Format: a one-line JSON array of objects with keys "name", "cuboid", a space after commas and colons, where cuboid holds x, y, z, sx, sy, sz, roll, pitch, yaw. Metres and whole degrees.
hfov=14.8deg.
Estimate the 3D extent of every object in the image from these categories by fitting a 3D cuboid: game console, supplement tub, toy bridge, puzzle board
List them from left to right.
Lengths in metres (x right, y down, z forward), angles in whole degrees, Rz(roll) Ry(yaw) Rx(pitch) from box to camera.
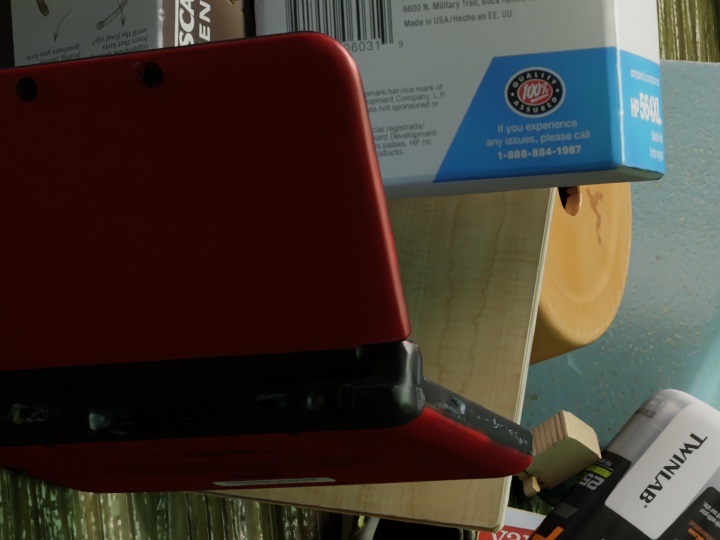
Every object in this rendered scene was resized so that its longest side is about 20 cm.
[{"name": "game console", "cuboid": [-0.056, 0.006, 0.979, 0.172, 0.199, 0.119, 28, 62, -59]}, {"name": "puzzle board", "cuboid": [0.000, 0.000, 1.132, 0.017, 0.150, 0.201, 55, 43, -69]}, {"name": "toy bridge", "cuboid": [0.066, 0.027, 1.316, 0.027, 0.067, 0.201, 35, 33, -37]}, {"name": "supplement tub", "cuboid": [0.119, 0.163, 1.256, 0.200, 0.122, 0.123, -49, 139, -8]}]

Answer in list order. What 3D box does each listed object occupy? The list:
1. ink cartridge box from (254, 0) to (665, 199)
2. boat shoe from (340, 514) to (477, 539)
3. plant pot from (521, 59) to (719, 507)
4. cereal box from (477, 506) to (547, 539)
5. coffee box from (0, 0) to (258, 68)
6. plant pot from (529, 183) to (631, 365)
[{"name": "ink cartridge box", "cuboid": [0.037, -0.132, 1.077, 0.084, 0.145, 0.201, 4, 83, -70]}, {"name": "boat shoe", "cuboid": [0.024, 0.126, 1.256, 0.072, 0.060, 0.202, 44, 41, -15]}, {"name": "plant pot", "cuboid": [0.154, 0.024, 1.424, 0.196, 0.196, 0.201, 43, 61, -53]}, {"name": "cereal box", "cuboid": [0.108, 0.221, 1.331, 0.040, 0.143, 0.201, 100, 3, -62]}, {"name": "coffee box", "cuboid": [-0.085, -0.137, 1.081, 0.113, 0.079, 0.201, 22, 66, -64]}, {"name": "plant pot", "cuboid": [0.032, -0.031, 1.231, 0.200, 0.139, 0.201, 21, 66, -60]}]
